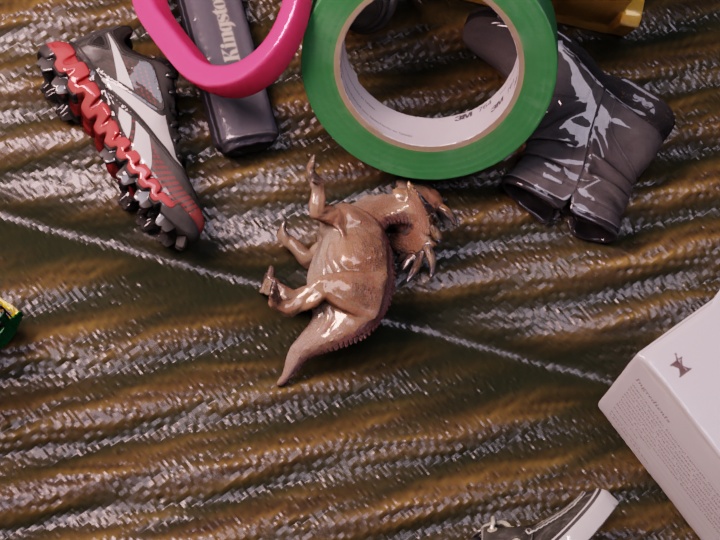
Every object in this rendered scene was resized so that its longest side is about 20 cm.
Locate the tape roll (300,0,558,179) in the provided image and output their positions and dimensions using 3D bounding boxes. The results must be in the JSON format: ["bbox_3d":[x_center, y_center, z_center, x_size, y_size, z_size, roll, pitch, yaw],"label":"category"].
[{"bbox_3d":[0.054,-0.169,1.670,0.199,0.201,0.048,14,33,-3],"label":"tape roll"}]

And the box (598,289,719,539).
[{"bbox_3d":[0.327,0.108,1.651,0.198,0.131,0.200,-33,77,-19],"label":"box"}]

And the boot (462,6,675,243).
[{"bbox_3d":[0.147,-0.119,1.748,0.199,0.070,0.132,30,72,8],"label":"boot"}]

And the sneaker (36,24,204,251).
[{"bbox_3d":[-0.169,-0.112,1.688,0.098,0.071,0.201,-31,75,-16],"label":"sneaker"}]

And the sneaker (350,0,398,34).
[{"bbox_3d":[-0.039,-0.260,1.777,0.099,0.071,0.200,19,28,-45],"label":"sneaker"}]

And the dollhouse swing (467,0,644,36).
[{"bbox_3d":[0.148,-0.294,1.755,0.198,0.176,0.183,13,68,-3],"label":"dollhouse swing"}]

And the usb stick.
[{"bbox_3d":[-0.114,-0.186,1.747,0.055,0.033,0.201,-12,71,-11],"label":"usb stick"}]

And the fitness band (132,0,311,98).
[{"bbox_3d":[-0.107,-0.223,1.686,0.144,0.037,0.200,-48,51,12],"label":"fitness band"}]

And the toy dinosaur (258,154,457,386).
[{"bbox_3d":[0.000,0.000,1.670,0.135,0.086,0.201,19,73,-9],"label":"toy dinosaur"}]

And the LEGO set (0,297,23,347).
[{"bbox_3d":[-0.336,0.035,1.553,0.116,0.200,0.154,34,88,7],"label":"LEGO set"}]

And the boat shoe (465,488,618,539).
[{"bbox_3d":[0.107,0.218,1.605,0.200,0.071,0.064,-37,80,-18],"label":"boat shoe"}]
